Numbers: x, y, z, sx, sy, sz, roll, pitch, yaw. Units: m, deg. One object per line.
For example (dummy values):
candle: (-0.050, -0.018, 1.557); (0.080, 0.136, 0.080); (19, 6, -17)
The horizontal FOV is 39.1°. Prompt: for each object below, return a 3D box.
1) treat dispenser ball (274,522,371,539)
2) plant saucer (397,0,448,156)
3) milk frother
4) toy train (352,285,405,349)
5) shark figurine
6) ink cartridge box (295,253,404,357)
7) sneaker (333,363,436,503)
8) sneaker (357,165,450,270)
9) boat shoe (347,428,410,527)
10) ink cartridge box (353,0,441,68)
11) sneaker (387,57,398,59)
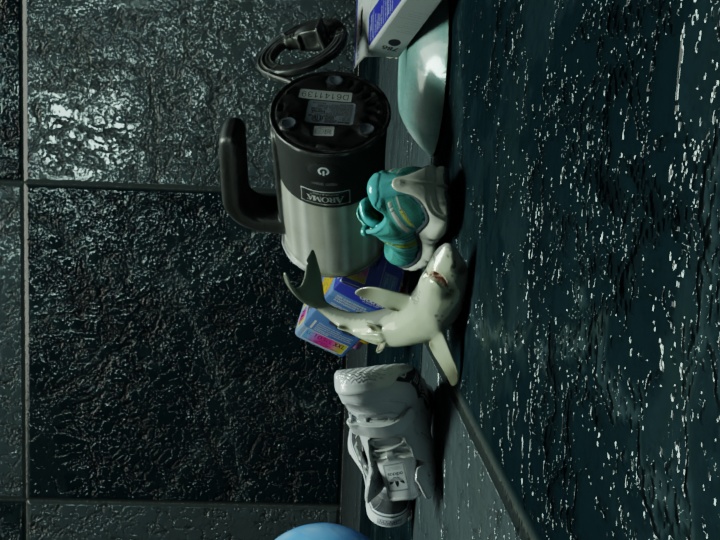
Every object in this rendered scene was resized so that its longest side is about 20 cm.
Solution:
treat dispenser ball: (-0.046, 0.412, 1.237); (0.201, 0.200, 0.202); (-178, 90, -87)
plant saucer: (0.063, -0.224, 1.088); (0.201, 0.039, 0.202); (-177, 90, -87)
milk frother: (-0.040, -0.134, 1.067); (0.188, 0.180, 0.200); (91, -158, -52)
toy train: (0.039, 0.027, 1.326); (0.150, 0.056, 0.200); (-56, 15, 39)
shark figurine: (0.035, 0.029, 0.910); (0.089, 0.214, 0.128); (-42, -65, -38)
ink cartridge box: (0.000, 0.000, 1.237); (0.200, 0.076, 0.137); (-47, 23, 55)
sneaker: (0.029, 0.154, 0.943); (0.200, 0.075, 0.115); (43, -138, -68)
sneaker: (0.037, -0.054, 0.963); (0.200, 0.079, 0.078); (98, 174, -74)
boat shoe: (0.024, 0.223, 1.246); (0.200, 0.072, 0.068); (-99, 9, -61)
ink cartridge box: (0.044, -0.284, 1.003); (0.200, 0.039, 0.100); (143, 132, -64)
sneaker: (0.054, -0.364, 1.262); (0.080, 0.077, 0.201); (147, 123, -62)
